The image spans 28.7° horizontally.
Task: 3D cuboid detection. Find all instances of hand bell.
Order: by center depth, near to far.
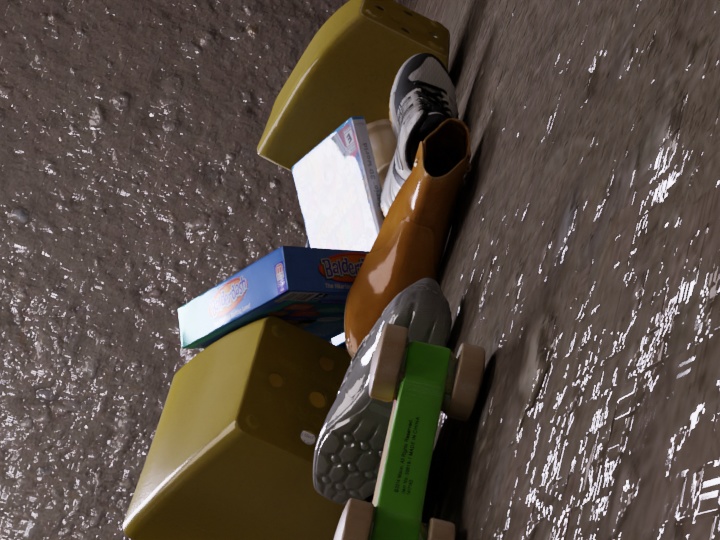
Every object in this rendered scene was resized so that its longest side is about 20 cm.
[{"bbox_3d":[0.042,-0.077,1.500,0.200,0.103,0.105,-106,32,-62],"label":"hand bell"}]

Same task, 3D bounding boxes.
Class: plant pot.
[{"bbox_3d":[-0.076,0.162,1.304,0.177,0.199,0.201,-51,18,43],"label":"plant pot"},{"bbox_3d":[0.012,-0.215,1.688,0.201,0.193,0.196,-61,8,26],"label":"plant pot"}]

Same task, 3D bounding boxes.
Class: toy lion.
[{"bbox_3d":[0.022,0.144,0.876,0.192,0.068,0.201,101,-178,-50],"label":"toy lion"}]

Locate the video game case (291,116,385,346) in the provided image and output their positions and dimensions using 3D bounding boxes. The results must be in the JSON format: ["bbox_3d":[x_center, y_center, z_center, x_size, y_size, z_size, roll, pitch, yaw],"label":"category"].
[{"bbox_3d":[-0.012,-0.036,1.429,0.143,0.018,0.202,-32,69,56],"label":"video game case"}]

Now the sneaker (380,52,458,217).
[{"bbox_3d":[0.071,-0.139,1.377,0.088,0.075,0.202,125,154,-57],"label":"sneaker"}]

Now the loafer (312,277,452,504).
[{"bbox_3d":[0.019,0.095,1.080,0.201,0.069,0.070,-62,3,29],"label":"loafer"}]

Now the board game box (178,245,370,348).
[{"bbox_3d":[-0.061,0.030,1.343,0.200,0.151,0.045,-28,65,49],"label":"board game box"}]

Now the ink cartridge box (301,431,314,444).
[{"bbox_3d":[-0.088,0.181,1.606,0.085,0.144,0.202,-88,16,-79],"label":"ink cartridge box"}]

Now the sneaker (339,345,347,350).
[{"bbox_3d":[-0.027,0.113,1.453,0.200,0.090,0.077,121,168,-70],"label":"sneaker"}]

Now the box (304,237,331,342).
[{"bbox_3d":[-0.026,0.012,1.760,0.200,0.105,0.123,115,170,-59],"label":"box"}]

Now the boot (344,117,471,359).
[{"bbox_3d":[0.042,-0.028,1.207,0.145,0.070,0.202,107,-177,-49],"label":"boot"}]
